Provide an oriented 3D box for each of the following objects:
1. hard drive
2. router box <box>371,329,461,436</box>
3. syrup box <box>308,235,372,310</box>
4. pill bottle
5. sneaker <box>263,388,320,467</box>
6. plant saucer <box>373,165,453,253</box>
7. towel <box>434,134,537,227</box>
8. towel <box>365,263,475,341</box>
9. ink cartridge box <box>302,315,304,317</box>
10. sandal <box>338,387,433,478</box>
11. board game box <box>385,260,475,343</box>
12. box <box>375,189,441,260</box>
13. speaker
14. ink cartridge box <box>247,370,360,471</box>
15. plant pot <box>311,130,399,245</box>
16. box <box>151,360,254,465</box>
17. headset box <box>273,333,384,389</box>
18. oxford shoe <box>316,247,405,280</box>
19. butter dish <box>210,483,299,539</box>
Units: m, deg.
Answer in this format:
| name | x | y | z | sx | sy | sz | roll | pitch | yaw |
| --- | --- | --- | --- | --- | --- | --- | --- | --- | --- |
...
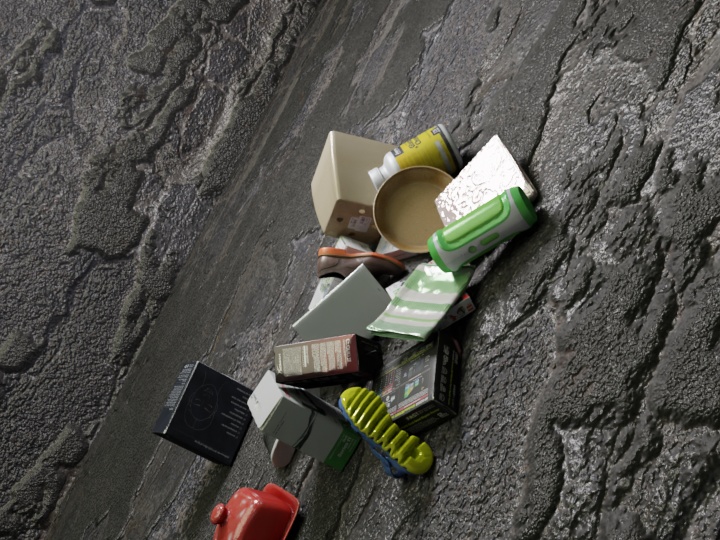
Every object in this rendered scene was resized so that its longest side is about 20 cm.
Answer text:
| name | x | y | z | sx | sy | sz | roll | pitch | yaw |
| --- | --- | --- | --- | --- | --- | --- | --- | --- | --- |
| hard drive | -0.028 | 0.102 | 1.816 | 0.199 | 0.132 | 0.026 | -40 | -6 | -2 |
| router box | 0.096 | 0.220 | 1.566 | 0.199 | 0.062 | 0.151 | -37 | 30 | 41 |
| syrup box | -0.045 | 0.031 | 2.011 | 0.203 | 0.080 | 0.079 | -67 | 20 | 14 |
| pill bottle | 0.121 | -0.232 | 1.913 | 0.198 | 0.113 | 0.112 | -29 | 27 | 2 |
| sneaker | -0.162 | 0.332 | 1.936 | 0.099 | 0.070 | 0.202 | 22 | 86 | 61 |
| plant saucer | 0.126 | -0.125 | 1.825 | 0.036 | 0.197 | 0.203 | 70 | -138 | -68 |
| towel | 0.243 | -0.140 | 1.697 | 0.200 | 0.032 | 0.193 | -47 | 40 | 26 |
| towel | 0.117 | 0.055 | 1.616 | 0.151 | 0.024 | 0.200 | 2 | 40 | 46 |
| ink cartridge box | -0.060 | 0.109 | 1.896 | 0.199 | 0.068 | 0.116 | -35 | 13 | -5 |
| sandal | 0.033 | 0.291 | 1.495 | 0.079 | 0.200 | 0.088 | -31 | -21 | -37 |
| board game box | 0.132 | 0.055 | 1.668 | 0.125 | 0.035 | 0.200 | -31 | 26 | 0 |
| box | 0.120 | -0.104 | 1.936 | 0.199 | 0.041 | 0.158 | -15 | 49 | 57 |
| speaker | 0.224 | -0.074 | 1.588 | 0.198 | 0.089 | 0.089 | -31 | 32 | 20 |
| ink cartridge box | -0.115 | 0.299 | 1.721 | 0.084 | 0.199 | 0.147 | -57 | 24 | 3 |
| plant pot | -0.007 | -0.179 | 2.040 | 0.201 | 0.197 | 0.179 | 116 | 161 | -50 |
| box | -0.394 | 0.366 | 2.199 | 0.123 | 0.199 | 0.199 | -17 | 46 | 59 |
| headset box | -0.052 | 0.182 | 1.699 | 0.197 | 0.149 | 0.079 | -12 | 74 | 20 |
| oxford shoe | 0.000 | 0.000 | 1.907 | 0.071 | 0.196 | 0.074 | 73 | -156 | -70 |
| butter dish | -0.241 | 0.527 | 1.768 | 0.199 | 0.147 | 0.202 | 0 | 61 | 62 |
